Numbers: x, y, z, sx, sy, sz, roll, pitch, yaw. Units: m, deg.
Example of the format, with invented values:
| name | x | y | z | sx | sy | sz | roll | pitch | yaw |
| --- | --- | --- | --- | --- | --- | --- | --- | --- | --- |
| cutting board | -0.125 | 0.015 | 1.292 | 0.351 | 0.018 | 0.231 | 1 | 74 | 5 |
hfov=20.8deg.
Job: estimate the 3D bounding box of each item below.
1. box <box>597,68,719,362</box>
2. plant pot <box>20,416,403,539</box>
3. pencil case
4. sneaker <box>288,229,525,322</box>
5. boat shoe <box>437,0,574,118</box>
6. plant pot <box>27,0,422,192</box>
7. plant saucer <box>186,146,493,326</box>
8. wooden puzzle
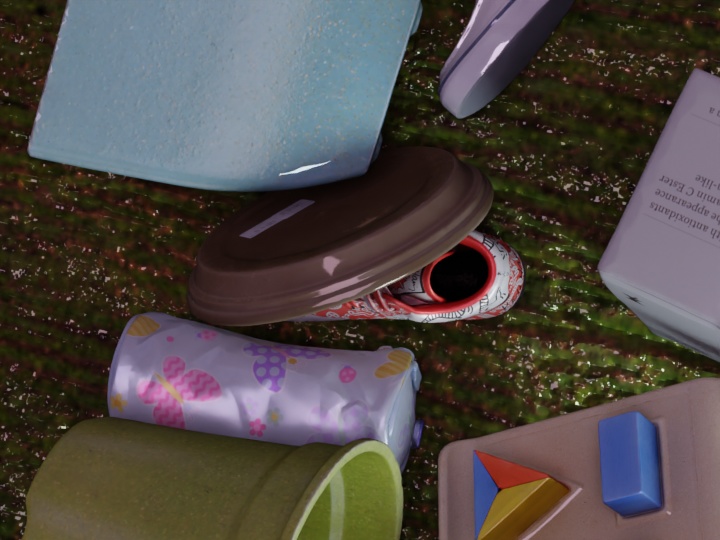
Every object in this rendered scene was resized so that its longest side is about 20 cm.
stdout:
| name | x | y | z | sx | sy | sz | roll | pitch | yaw |
| --- | --- | --- | --- | --- | --- | --- | --- | --- | --- |
| box | 0.263 | 0.003 | 1.116 | 0.198 | 0.200 | 0.131 | 26 | 87 | 20 |
| plant pot | -0.098 | 0.173 | 1.168 | 0.183 | 0.200 | 0.201 | 16 | 90 | 21 |
| pencil case | -0.061 | 0.081 | 1.247 | 0.199 | 0.083 | 0.091 | 8 | 83 | 11 |
| sneaker | 0.001 | -0.001 | 1.226 | 0.200 | 0.108 | 0.068 | 2 | 88 | 11 |
| boat shoe | 0.103 | -0.189 | 1.242 | 0.065 | 0.074 | 0.200 | 36 | 84 | 15 |
| plant pot | -0.072 | -0.146 | 1.200 | 0.199 | 0.196 | 0.197 | 17 | 101 | -4 |
| plant saucer | -0.017 | -0.026 | 1.189 | 0.199 | 0.200 | 0.030 | -19 | 110 | 9 |
| wooden puzzle | 0.134 | 0.162 | 1.166 | 0.199 | 0.046 | 0.186 | -15 | 56 | 25 |
